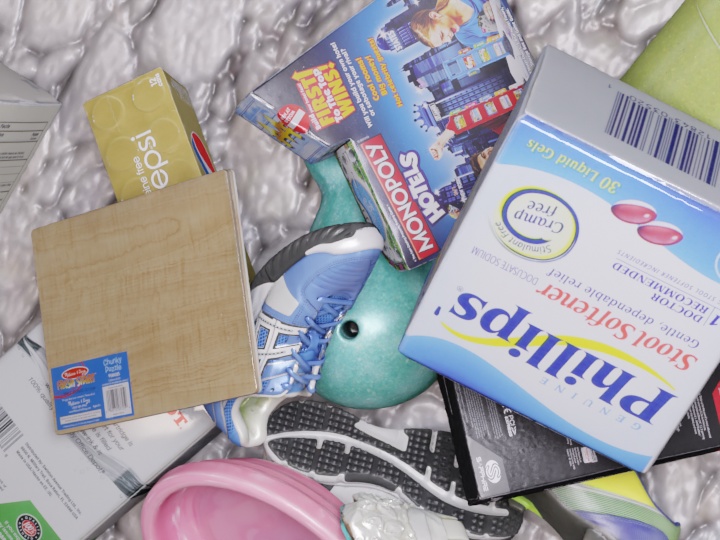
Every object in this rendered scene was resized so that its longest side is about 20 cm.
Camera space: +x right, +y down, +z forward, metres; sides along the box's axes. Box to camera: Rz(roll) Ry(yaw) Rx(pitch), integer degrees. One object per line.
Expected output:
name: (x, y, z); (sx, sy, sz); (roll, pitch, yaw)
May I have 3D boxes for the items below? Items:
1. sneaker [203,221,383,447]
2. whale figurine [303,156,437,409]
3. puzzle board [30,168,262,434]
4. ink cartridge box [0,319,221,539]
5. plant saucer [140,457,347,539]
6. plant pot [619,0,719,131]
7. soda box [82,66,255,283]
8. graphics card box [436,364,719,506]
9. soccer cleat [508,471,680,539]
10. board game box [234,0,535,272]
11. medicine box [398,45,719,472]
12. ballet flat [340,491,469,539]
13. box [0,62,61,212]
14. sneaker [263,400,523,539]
sneaker: (-0.042, 0.042, 1.328); (0.200, 0.075, 0.077); (-49, 58, 36)
whale figurine: (0.000, 0.000, 1.398); (0.158, 0.104, 0.201); (-4, 95, 14)
puzzle board: (-0.149, 0.025, 1.360); (0.199, 0.017, 0.152); (-14, 80, 39)
ink cartridge box: (-0.205, 0.112, 1.468); (0.200, 0.083, 0.147); (-40, 84, 14)
plant saucer: (-0.062, 0.207, 1.417); (0.200, 0.051, 0.201); (19, 137, 19)
plant pot: (0.244, -0.097, 1.305); (0.190, 0.200, 0.200); (-43, 84, 26)
soda box: (-0.132, -0.040, 1.425); (0.067, 0.064, 0.201); (-23, 76, 8)
graphics card box: (0.156, 0.080, 1.347); (0.199, 0.051, 0.126); (-12, 81, -11)
soccer cleat: (0.145, 0.140, 1.399); (0.200, 0.084, 0.065); (46, 145, 5)
board game box: (0.026, -0.106, 1.357); (0.199, 0.062, 0.201); (-23, 88, -16)
medicine box: (0.149, -0.005, 1.232); (0.182, 0.103, 0.200); (26, 125, 0)
ballet flat: (0.058, 0.206, 1.380); (0.071, 0.072, 0.200); (-21, 134, 22)
box: (-0.334, -0.069, 1.462); (0.109, 0.128, 0.201); (33, 100, 10)
sneaker: (0.022, 0.154, 1.433); (0.199, 0.080, 0.074); (20, 56, 0)
